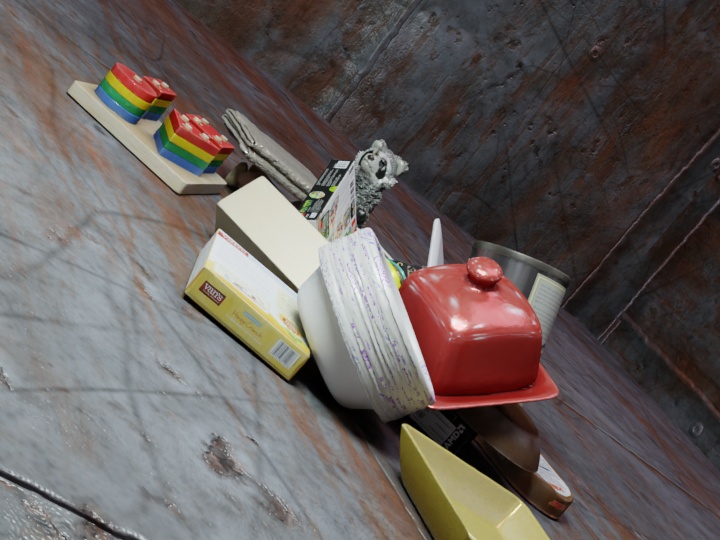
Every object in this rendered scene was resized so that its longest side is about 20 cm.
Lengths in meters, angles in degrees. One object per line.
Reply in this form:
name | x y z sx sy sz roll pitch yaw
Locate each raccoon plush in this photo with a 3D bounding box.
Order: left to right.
raccoon plush | -0.002 -0.125 2.108 0.097 0.134 0.200 46 -18 2

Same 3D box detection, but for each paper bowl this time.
paper bowl | 0.001 0.065 1.422 0.201 0.103 0.203 -23 90 -87

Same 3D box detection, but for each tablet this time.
tablet | 0.096 0.046 1.789 0.131 0.013 0.202 82 16 -51

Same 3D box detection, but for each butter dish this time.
butter dish | 0.129 0.053 1.564 0.197 0.149 0.200 -2 34 -27

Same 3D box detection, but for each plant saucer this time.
plant saucer | 0.125 0.262 1.321 0.199 0.049 0.200 37 10 -31
plant saucer | 0.158 0.165 1.647 0.200 0.037 0.201 42 10 -9

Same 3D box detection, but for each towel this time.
towel | -0.120 -0.154 1.962 0.199 0.034 0.133 38 11 -37

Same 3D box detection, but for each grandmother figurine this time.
grandmother figurine | -0.108 -0.077 1.944 0.120 0.061 0.200 -15 55 -46

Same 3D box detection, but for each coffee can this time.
coffee can | 0.188 0.080 1.835 0.145 0.202 0.146 21 -4 2

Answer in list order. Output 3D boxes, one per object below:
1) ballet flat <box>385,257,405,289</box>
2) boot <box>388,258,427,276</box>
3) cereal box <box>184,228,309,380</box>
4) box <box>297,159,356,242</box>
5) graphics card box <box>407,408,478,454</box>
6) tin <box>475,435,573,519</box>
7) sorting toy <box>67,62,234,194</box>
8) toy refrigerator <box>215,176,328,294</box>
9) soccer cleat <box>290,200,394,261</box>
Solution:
ballet flat | 0.000 0.000 1.708 0.200 0.066 0.068 -140 -149 -68
boot | 0.010 0.035 1.813 0.149 0.074 0.201 23 39 5
cereal box | -0.116 0.032 1.430 0.144 0.040 0.200 41 8 -9
box | -0.045 -0.058 1.751 0.034 0.112 0.200 4 27 13
graphics card box | 0.065 0.139 1.644 0.200 0.051 0.125 42 9 10
tin | 0.209 0.249 1.773 0.111 0.042 0.200 27 17 -43
sorting toy | -0.266 -0.194 1.780 0.200 0.070 0.199 42 9 5
toy refrigerator | -0.086 -0.013 1.604 0.200 0.076 0.070 44 -31 22
soccer cleat | -0.026 -0.047 2.005 0.199 0.070 0.078 34 -15 -2
